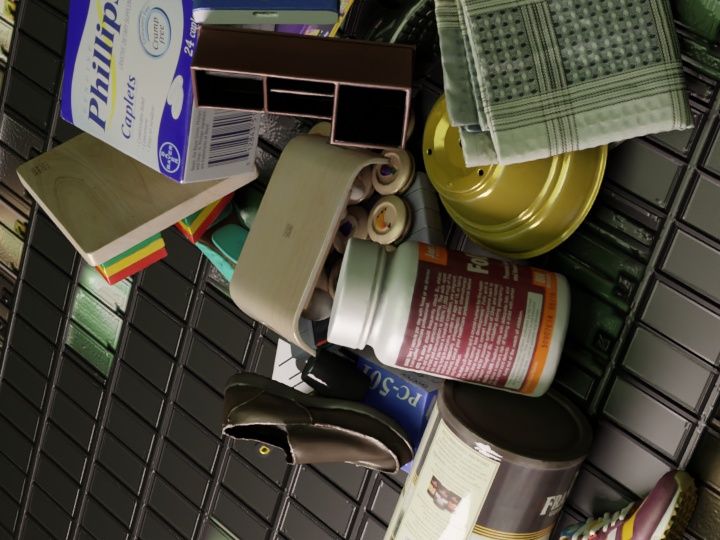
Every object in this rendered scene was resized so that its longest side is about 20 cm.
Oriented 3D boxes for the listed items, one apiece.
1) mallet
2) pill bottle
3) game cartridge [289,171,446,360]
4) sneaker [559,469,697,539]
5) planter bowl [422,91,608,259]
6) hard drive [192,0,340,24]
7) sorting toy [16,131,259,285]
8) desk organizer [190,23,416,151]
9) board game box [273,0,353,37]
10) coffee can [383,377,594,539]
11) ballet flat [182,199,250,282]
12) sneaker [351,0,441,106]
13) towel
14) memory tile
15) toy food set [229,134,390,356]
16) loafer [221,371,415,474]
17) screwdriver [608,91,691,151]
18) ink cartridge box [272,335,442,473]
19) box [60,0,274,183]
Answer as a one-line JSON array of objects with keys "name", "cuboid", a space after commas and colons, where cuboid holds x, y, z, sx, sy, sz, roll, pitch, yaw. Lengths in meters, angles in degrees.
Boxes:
[{"name": "mallet", "cuboid": [-0.068, 0.139, 1.504, 0.066, 0.041, 0.200, 37, 137, -15]}, {"name": "pill bottle", "cuboid": [0.077, 0.038, 1.315, 0.199, 0.114, 0.115, 13, 112, -4]}, {"name": "game cartridge", "cuboid": [0.000, 0.000, 1.455, 0.200, 0.038, 0.130, -28, 55, 36]}, {"name": "sneaker", "cuboid": [0.223, 0.244, 1.319, 0.090, 0.075, 0.200, 36, 119, 24]}, {"name": "planter bowl", "cuboid": [0.115, -0.112, 1.310, 0.200, 0.083, 0.201, -2, 87, 47]}, {"name": "hard drive", "cuboid": [-0.080, -0.317, 1.366, 0.131, 0.025, 0.201, 1, 63, 4]}, {"name": "sorting toy", "cuboid": [-0.231, -0.085, 1.565, 0.200, 0.198, 0.070, 42, 156, 45]}, {"name": "desk organizer", "cuboid": [-0.052, -0.164, 1.325, 0.199, 0.077, 0.072, 5, 126, -1]}, {"name": "board game box", "cuboid": [-0.091, -0.286, 1.468, 0.165, 0.057, 0.200, 48, 126, 25]}, {"name": "coffee can", "cuboid": [0.111, 0.210, 1.361, 0.146, 0.146, 0.201, 35, 120, 30]}, {"name": "ballet flat", "cuboid": [-0.146, -0.029, 1.583, 0.200, 0.067, 0.071, 44, 156, 45]}, {"name": "sneaker", "cuboid": [0.038, -0.227, 1.388, 0.200, 0.076, 0.088, -47, 48, 25]}, {"name": "towel", "cuboid": [0.163, -0.192, 1.233, 0.199, 0.035, 0.193, -11, 84, 6]}, {"name": "memory tile", "cuboid": [-0.008, -0.063, 1.448, 0.153, 0.017, 0.201, -11, 69, 42]}, {"name": "toy food set", "cuboid": [-0.047, -0.030, 1.434, 0.143, 0.060, 0.201, 27, 95, 57]}, {"name": "loafer", "cuboid": [-0.046, 0.164, 1.437, 0.199, 0.071, 0.073, 15, 144, 10]}, {"name": "screwdriver", "cuboid": [0.208, -0.106, 1.291, 0.029, 0.028, 0.200, 34, 133, -17]}, {"name": "ink cartridge box", "cuboid": [-0.003, 0.120, 1.509, 0.200, 0.044, 0.094, 26, 116, 35]}, {"name": "box", "cuboid": [-0.195, -0.208, 1.470, 0.200, 0.105, 0.185, 28, 119, 36]}]
